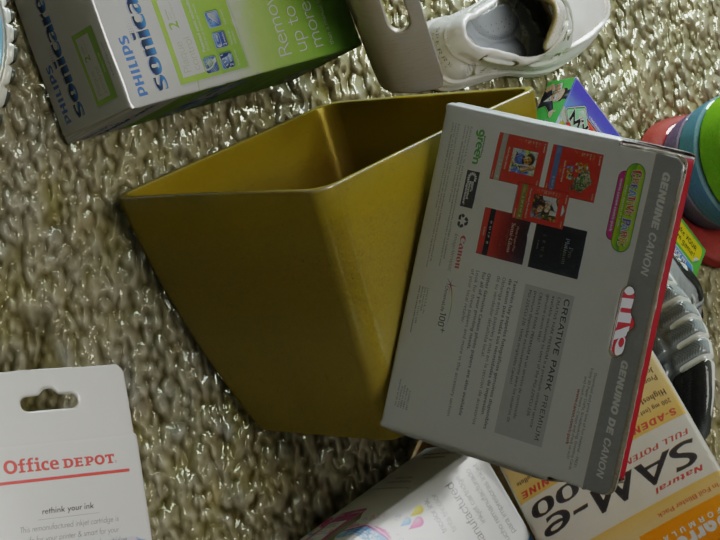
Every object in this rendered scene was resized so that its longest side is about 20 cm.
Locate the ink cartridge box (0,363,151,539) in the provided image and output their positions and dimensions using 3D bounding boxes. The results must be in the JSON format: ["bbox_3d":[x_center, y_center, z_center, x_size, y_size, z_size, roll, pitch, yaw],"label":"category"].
[{"bbox_3d":[-0.186,0.161,1.328,0.115,0.068,0.201,-2,79,-39],"label":"ink cartridge box"}]

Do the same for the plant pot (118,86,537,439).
[{"bbox_3d":[0.000,0.000,1.455,0.200,0.200,0.177,-28,109,-40],"label":"plant pot"}]

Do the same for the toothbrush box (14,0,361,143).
[{"bbox_3d":[-0.117,-0.181,1.473,0.200,0.086,0.146,-19,89,-39],"label":"toothbrush box"}]

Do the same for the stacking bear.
[{"bbox_3d":[0.315,-0.090,1.714,0.114,0.200,0.122,19,66,-34],"label":"stacking bear"}]

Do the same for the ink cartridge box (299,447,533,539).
[{"bbox_3d":[0.019,0.224,1.434,0.200,0.085,0.145,-34,98,-23],"label":"ink cartridge box"}]

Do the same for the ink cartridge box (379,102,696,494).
[{"bbox_3d":[0.119,0.018,1.326,0.084,0.175,0.201,7,97,-49],"label":"ink cartridge box"}]

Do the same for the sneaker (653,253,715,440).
[{"bbox_3d":[0.222,0.044,1.608,0.115,0.075,0.200,27,42,-54],"label":"sneaker"}]

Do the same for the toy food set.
[{"bbox_3d":[0.007,-0.225,1.511,0.200,0.060,0.144,-108,178,-55],"label":"toy food set"}]

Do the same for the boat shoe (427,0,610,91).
[{"bbox_3d":[0.127,-0.180,1.676,0.200,0.069,0.071,-25,92,-41],"label":"boat shoe"}]

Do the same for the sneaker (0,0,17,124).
[{"bbox_3d":[-0.261,-0.099,1.340,0.090,0.078,0.200,15,68,-31],"label":"sneaker"}]

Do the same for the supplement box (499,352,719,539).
[{"bbox_3d":[0.163,0.130,1.471,0.200,0.126,0.074,63,6,36],"label":"supplement box"}]

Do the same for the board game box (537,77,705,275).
[{"bbox_3d":[0.177,-0.025,1.673,0.200,0.029,0.135,48,53,-33],"label":"board game box"}]

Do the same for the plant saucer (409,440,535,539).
[{"bbox_3d":[0.095,0.183,1.568,0.200,0.035,0.201,11,71,-36],"label":"plant saucer"}]
